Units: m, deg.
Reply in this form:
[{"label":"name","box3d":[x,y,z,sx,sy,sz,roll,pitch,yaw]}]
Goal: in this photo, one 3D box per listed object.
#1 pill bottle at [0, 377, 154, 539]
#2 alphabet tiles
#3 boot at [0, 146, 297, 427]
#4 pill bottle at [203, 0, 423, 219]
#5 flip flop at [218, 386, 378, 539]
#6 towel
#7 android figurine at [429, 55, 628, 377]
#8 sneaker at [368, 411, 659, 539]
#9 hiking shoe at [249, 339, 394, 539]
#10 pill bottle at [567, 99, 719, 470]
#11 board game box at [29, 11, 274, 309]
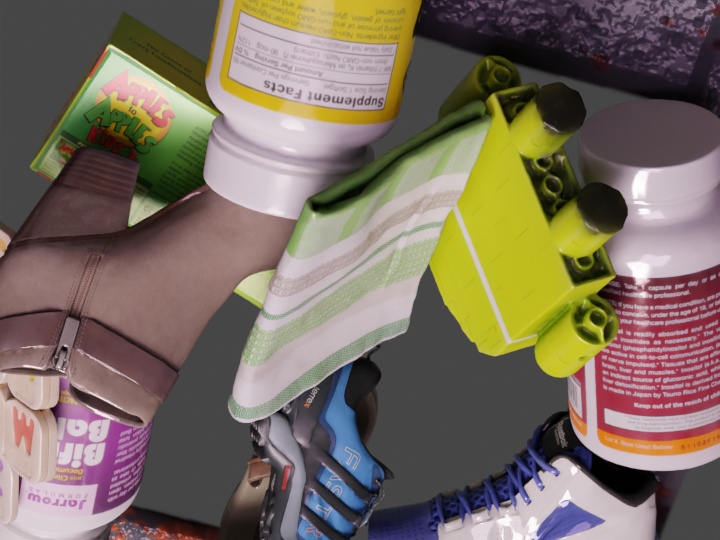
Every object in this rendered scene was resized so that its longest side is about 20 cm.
[{"label":"pill bottle","box3d":[-0.187,0.093,1.484,0.111,0.113,0.201,13,121,0]},{"label":"alphabet tiles","box3d":[-0.247,0.049,1.441,0.199,0.015,0.197,30,124,42]},{"label":"boot","box3d":[-0.111,0.018,1.347,0.198,0.147,0.070,15,161,-3]},{"label":"pill bottle","box3d":[-0.024,-0.137,1.303,0.113,0.114,0.201,13,110,0]},{"label":"flip flop","box3d":[-0.045,0.132,1.519,0.081,0.058,0.201,21,121,-5]},{"label":"towel","box3d":[0.000,0.000,1.346,0.031,0.149,0.201,44,144,16]},{"label":"android figurine","box3d":[0.090,-0.026,1.355,0.041,0.183,0.200,-15,163,-24]},{"label":"sneaker","box3d":[0.104,0.145,1.503,0.198,0.081,0.116,1,117,-1]},{"label":"hiking shoe","box3d":[-0.019,0.147,1.446,0.086,0.074,0.202,-6,101,-7]},{"label":"pill bottle","box3d":[0.175,0.008,1.383,0.112,0.113,0.201,-1,121,8]},{"label":"board game box","box3d":[-0.087,-0.057,1.419,0.199,0.048,0.102,32,119,-12]}]
